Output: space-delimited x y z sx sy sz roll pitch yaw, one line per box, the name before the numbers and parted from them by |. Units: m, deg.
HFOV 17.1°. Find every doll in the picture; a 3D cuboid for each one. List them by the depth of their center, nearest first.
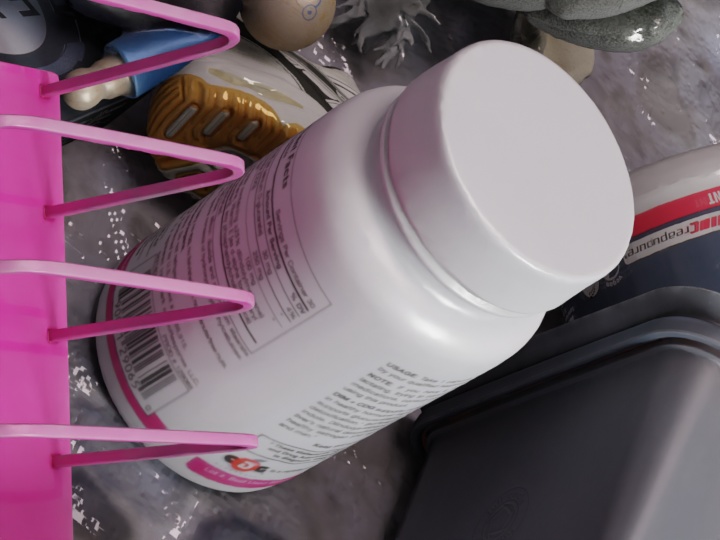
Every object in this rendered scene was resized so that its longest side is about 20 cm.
doll | -0.097 -0.128 0.923 0.200 0.048 0.137 18 71 -32

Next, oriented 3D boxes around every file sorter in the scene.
file sorter | -0.115 0.012 0.795 0.139 0.125 0.200 8 76 -50

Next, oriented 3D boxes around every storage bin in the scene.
storage bin | 0.096 0.119 0.943 0.146 0.200 0.134 41 55 -19

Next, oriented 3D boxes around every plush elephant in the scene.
plush elephant | 0.085 -0.171 1.132 0.165 0.200 0.155 56 18 -5

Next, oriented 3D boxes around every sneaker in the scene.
sneaker | -0.002 -0.043 1.021 0.200 0.076 0.088 39 33 -29

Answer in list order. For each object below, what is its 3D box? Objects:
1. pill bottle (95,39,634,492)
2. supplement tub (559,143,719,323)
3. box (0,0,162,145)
pill bottle | 0.000 0.000 0.901 0.113 0.200 0.113 23 53 -34
supplement tub | 0.175 0.053 1.084 0.140 0.140 0.200 0 67 -44
box | -0.188 -0.102 0.898 0.200 0.044 0.160 -29 88 -49
